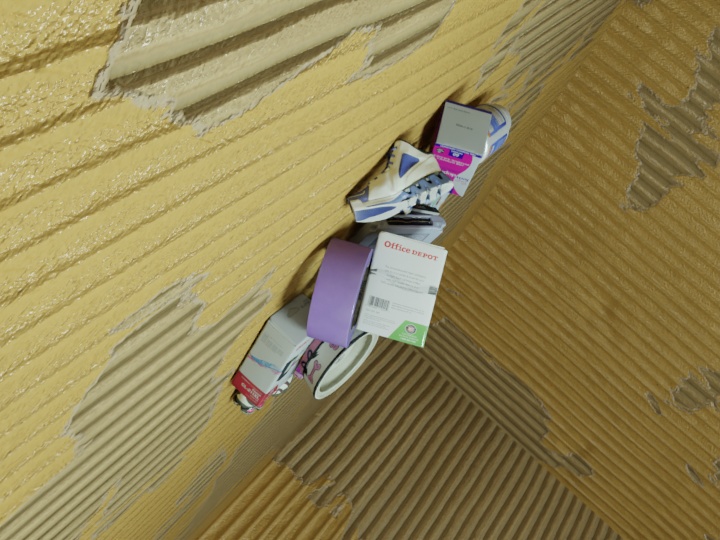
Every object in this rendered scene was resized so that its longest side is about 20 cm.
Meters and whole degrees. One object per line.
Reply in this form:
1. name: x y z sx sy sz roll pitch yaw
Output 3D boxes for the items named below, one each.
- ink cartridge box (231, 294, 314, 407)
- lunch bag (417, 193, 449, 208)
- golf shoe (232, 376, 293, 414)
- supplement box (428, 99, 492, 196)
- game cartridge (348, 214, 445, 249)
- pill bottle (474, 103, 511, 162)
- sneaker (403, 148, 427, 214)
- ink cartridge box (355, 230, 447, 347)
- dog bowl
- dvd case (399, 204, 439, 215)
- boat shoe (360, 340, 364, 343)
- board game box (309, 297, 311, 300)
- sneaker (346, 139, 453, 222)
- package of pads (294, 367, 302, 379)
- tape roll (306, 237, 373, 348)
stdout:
1. ink cartridge box: -0.168 0.167 1.671 0.201 0.083 0.145 -56 170 34
2. lunch bag: 0.151 -0.172 1.944 0.200 0.075 0.161 -39 163 -51
3. golf shoe: -0.211 0.251 1.848 0.200 0.077 0.089 -42 161 -48
4. supplement box: 0.195 -0.249 1.650 0.200 0.099 0.105 102 3 -73
5. game cartridge: 0.073 -0.074 1.723 0.197 0.042 0.133 -2 150 -34
6. pill bottle: 0.279 -0.322 1.845 0.200 0.112 0.113 -40 167 -52
7. sneaker: 0.106 -0.186 1.621 0.111 0.077 0.200 -41 165 2
8. ink cartridge box: 0.083 0.035 1.607 0.084 0.143 0.204 -42 147 -86
9. dog bowl: -0.052 0.180 1.729 0.200 0.074 0.201 -42 162 -17
10. dvd case: 0.080 -0.092 1.817 0.198 0.025 0.151 3 132 -53
11. boat shoe: -0.039 0.117 1.879 0.073 0.198 0.068 35 81 -51
12. board game box: -0.028 0.046 1.832 0.200 0.101 0.048 -47 171 -20
13. sneaker: 0.061 -0.171 1.466 0.196 0.117 0.081 -19 165 -7
14. package of pads: -0.112 0.188 2.088 0.121 0.075 0.200 -58 169 28
15. tape roll: -0.039 0.043 1.565 0.200 0.083 0.204 15 90 -86
